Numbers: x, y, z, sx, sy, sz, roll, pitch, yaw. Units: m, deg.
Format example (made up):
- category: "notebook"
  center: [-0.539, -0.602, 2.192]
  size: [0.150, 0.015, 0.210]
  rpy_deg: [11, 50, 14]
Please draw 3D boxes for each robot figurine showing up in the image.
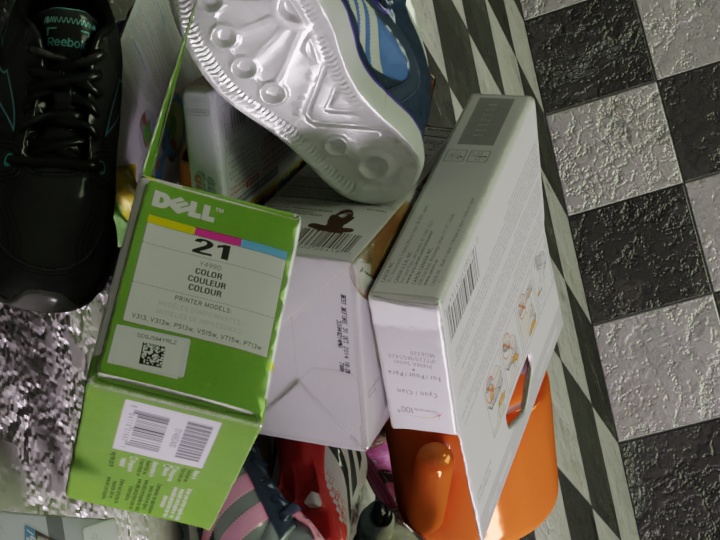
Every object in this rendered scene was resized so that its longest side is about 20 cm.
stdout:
- category: "robot figurine"
  center: [0.073, 0.105, 0.969]
  size: [0.116, 0.143, 0.201]
  rpy_deg: [32, -43, 53]

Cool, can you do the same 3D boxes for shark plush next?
- category: "shark plush"
  center: [-0.003, 0.194, 0.949]
  size: [0.091, 0.083, 0.200]
  rpy_deg: [47, -6, -15]

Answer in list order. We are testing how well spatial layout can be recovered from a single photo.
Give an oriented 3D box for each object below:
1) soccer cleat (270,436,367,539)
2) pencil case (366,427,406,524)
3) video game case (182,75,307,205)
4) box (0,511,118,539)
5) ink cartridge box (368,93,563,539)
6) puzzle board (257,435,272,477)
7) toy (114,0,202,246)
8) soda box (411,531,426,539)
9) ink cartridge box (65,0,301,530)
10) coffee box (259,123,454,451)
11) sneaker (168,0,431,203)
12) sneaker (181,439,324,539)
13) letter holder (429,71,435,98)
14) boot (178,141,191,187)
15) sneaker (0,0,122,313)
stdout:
- category: "soccer cleat"
  center: [-0.027, 0.142, 0.896]
  size: [0.085, 0.068, 0.201]
  rpy_deg: [34, 48, -52]
- category: "pencil case"
  center: [0.017, 0.103, 1.057]
  size: [0.087, 0.082, 0.201]
  rpy_deg: [-104, 171, -50]
- category: "video game case"
  center: [-0.044, -0.047, 0.854]
  size: [0.200, 0.023, 0.183]
  rpy_deg: [-48, 138, -59]
- category: "box"
  center: [-0.142, 0.169, 0.541]
  size: [0.200, 0.041, 0.157]
  rpy_deg: [33, 43, -70]
- category: "ink cartridge box"
  center: [0.068, 0.024, 0.841]
  size: [0.200, 0.044, 0.177]
  rpy_deg: [-61, 148, -46]
- category: "puzzle board"
  center: [-0.048, 0.100, 1.009]
  size: [0.200, 0.017, 0.151]
  rpy_deg: [-80, 152, -58]
- category: "toy"
  center: [-0.134, -0.097, 0.826]
  size: [0.116, 0.047, 0.201]
  rpy_deg: [79, 13, -48]
- category: "soda box"
  center: [0.027, 0.245, 1.025]
  size: [0.200, 0.068, 0.064]
  rpy_deg: [-31, 105, -74]
- category: "ink cartridge box"
  center: [-0.076, -0.001, 0.680]
  size: [0.148, 0.075, 0.201]
  rpy_deg: [119, -16, -60]
- category: "coffee box"
  center: [0.000, 0.000, 0.835]
  size: [0.200, 0.079, 0.115]
  rpy_deg: [-49, 141, -58]
- category: "sneaker"
  center: [-0.029, -0.143, 0.770]
  size: [0.200, 0.080, 0.147]
  rpy_deg: [48, 29, -36]
- category: "sneaker"
  center: [-0.056, 0.140, 0.804]
  size: [0.070, 0.082, 0.201]
  rpy_deg: [50, 28, -56]
- category: "letter holder"
  center: [-0.048, -0.129, 1.038]
  size: [0.200, 0.141, 0.101]
  rpy_deg: [-120, -144, -60]
- category: "boot"
  center: [-0.063, -0.038, 0.915]
  size: [0.201, 0.070, 0.145]
  rpy_deg: [-51, 146, -64]
- category: "sneaker"
  center: [-0.147, -0.071, 0.669]
  size: [0.079, 0.075, 0.201]
  rpy_deg: [112, -25, -47]
